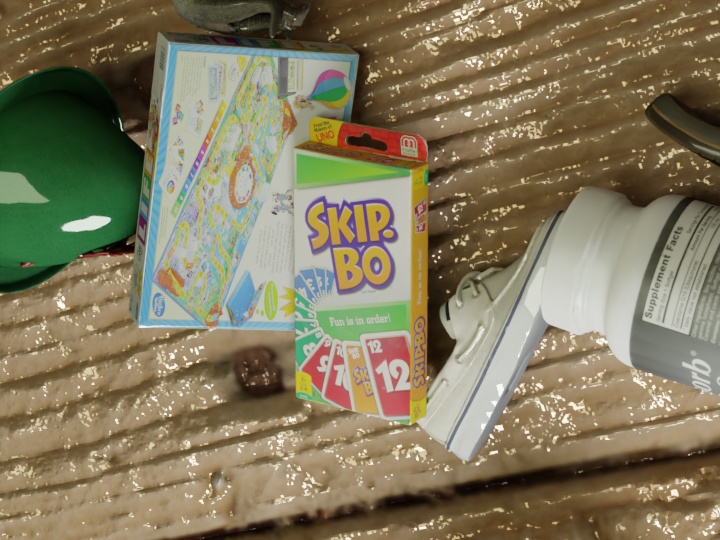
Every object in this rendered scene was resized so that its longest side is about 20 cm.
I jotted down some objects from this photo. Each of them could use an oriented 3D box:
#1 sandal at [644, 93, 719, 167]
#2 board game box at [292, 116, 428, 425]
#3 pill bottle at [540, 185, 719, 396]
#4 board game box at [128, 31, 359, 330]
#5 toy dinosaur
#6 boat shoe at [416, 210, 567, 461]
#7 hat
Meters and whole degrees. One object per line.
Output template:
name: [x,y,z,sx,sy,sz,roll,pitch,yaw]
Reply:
sandal: [0.272,-0.066,1.382,0.200,0.082,0.055,33,95,22]
board game box: [0.000,0.000,1.499,0.095,0.030,0.201,12,110,30]
pill bottle: [0.224,0.018,1.397,0.200,0.116,0.116,18,113,21]
board game box: [-0.081,-0.058,1.518,0.134,0.034,0.201,2,108,-19]
toy dinosaur: [-0.092,-0.187,1.481,0.102,0.200,0.077,6,126,-15]
boat shoe: [0.087,0.035,1.500,0.070,0.071,0.200,31,123,11]
hat: [-0.159,-0.039,1.525,0.176,0.200,0.166,25,133,33]
